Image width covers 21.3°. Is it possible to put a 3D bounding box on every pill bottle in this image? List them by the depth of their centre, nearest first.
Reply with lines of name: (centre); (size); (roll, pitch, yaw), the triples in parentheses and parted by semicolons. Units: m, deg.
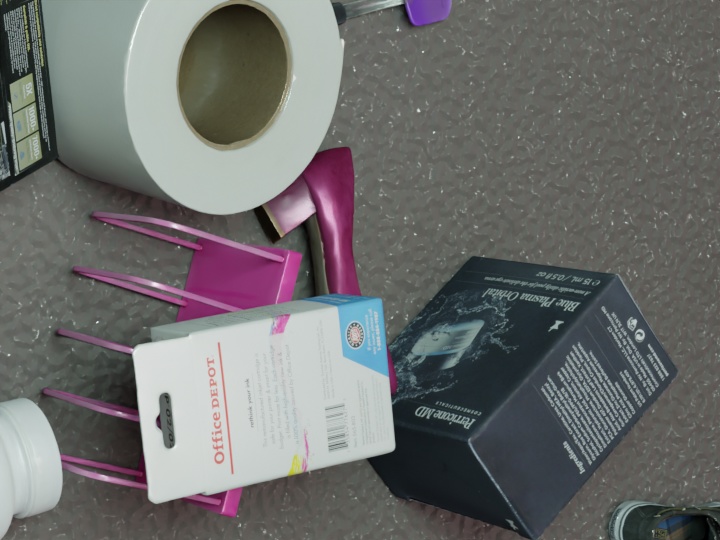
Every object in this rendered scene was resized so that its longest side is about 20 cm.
pill bottle: (-0.317, 0.154, 1.340); (0.199, 0.112, 0.113); (-14, 103, -34)

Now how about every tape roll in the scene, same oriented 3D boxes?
tape roll: (-0.132, -0.152, 1.405); (0.202, 0.139, 0.204); (-15, 112, -41)

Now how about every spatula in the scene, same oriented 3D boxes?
spatula: (0.001, -0.217, 1.583); (0.199, 0.021, 0.057); (-20, 100, -31)

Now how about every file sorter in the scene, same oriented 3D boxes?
file sorter: (-0.154, 0.064, 1.431); (0.125, 0.139, 0.201); (17, 85, -34)

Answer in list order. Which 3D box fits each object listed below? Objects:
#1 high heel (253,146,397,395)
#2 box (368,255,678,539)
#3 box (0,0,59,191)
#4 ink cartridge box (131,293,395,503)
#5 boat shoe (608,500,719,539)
high heel: (0.000, 0.000, 1.558); (0.096, 0.067, 0.201); (-33, 100, -18)
box: (0.119, 0.099, 1.592); (0.200, 0.196, 0.118); (-46, 118, -22)
box: (-0.288, -0.150, 1.284); (0.164, 0.086, 0.201); (-44, 135, -59)
ink cartridge box: (-0.079, 0.088, 1.359); (0.199, 0.068, 0.116); (-9, 98, -31)
boat shoe: (0.327, 0.259, 1.842); (0.199, 0.057, 0.069); (9, 90, -35)
